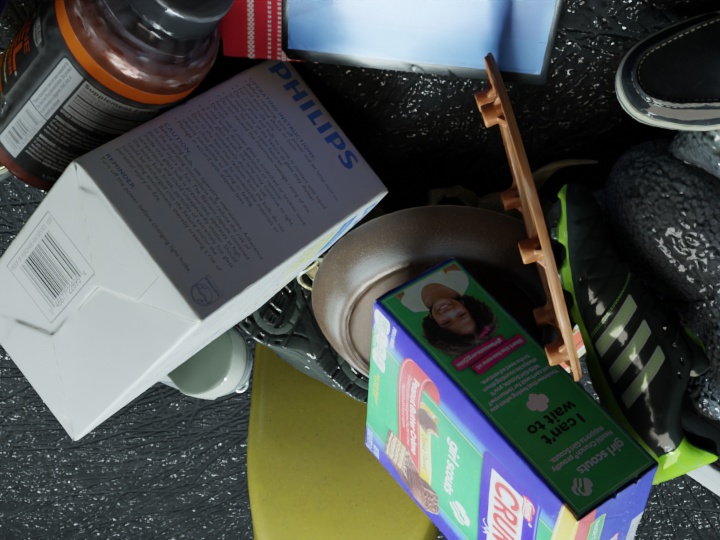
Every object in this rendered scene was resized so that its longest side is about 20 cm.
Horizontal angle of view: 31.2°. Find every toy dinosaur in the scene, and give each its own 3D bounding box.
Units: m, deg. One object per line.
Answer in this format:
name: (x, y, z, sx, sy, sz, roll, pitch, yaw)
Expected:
toy dinosaur: (0.103, -0.041, 0.952, 0.099, 0.059, 0.201, -3, 149, -11)

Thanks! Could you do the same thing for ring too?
ring: (0.098, -0.031, 0.778, 0.019, 0.202, 0.201, -16, 140, 6)

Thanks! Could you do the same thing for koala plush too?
koala plush: (0.239, -0.012, 0.866, 0.176, 0.185, 0.200, -29, 117, 38)

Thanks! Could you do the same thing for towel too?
towel: (0.003, -0.184, 0.793, 0.197, 0.023, 0.146, 5, 141, 2)

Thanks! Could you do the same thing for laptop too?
laptop: (0.035, -0.153, 0.726, 0.174, 0.200, 0.105, 5, 105, 0)

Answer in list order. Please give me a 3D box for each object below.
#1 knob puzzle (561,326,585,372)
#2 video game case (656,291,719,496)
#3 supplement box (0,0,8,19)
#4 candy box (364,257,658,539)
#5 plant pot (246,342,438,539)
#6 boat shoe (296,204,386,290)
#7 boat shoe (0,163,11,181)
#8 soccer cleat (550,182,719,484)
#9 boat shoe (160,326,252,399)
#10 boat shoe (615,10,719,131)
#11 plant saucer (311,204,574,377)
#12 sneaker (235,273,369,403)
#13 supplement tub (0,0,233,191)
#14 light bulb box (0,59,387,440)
knob puzzle: (0.104, 0.072, 1.033, 0.216, 0.031, 0.221, -12, 146, -8)
video game case: (0.249, 0.088, 0.956, 0.142, 0.202, 0.017, 34, 121, -30)
supplement box: (-0.327, -0.188, 0.783, 0.109, 0.110, 0.200, -21, 135, 34)
candy box: (0.090, 0.121, 0.855, 0.076, 0.200, 0.170, -30, 146, -25)
plant pot: (-0.013, 0.205, 1.165, 0.191, 0.202, 0.197, 7, 143, 3)
boat shoe: (0.000, 0.000, 1.004, 0.073, 0.063, 0.200, -20, 135, 33)
boat shoe: (-0.304, -0.085, 0.959, 0.198, 0.073, 0.066, -18, 167, 14)
soccer cleat: (0.175, 0.037, 0.824, 0.080, 0.068, 0.203, -15, 98, 13)
boat shoe: (-0.128, 0.073, 1.093, 0.071, 0.071, 0.200, 16, 172, -29)
boat shoe: (0.249, -0.131, 0.761, 0.197, 0.076, 0.062, -7, 165, 11)
plant saucer: (0.061, 0.034, 0.935, 0.197, 0.032, 0.202, 3, 137, 2)
sneaker: (-0.060, 0.044, 1.069, 0.200, 0.076, 0.090, 42, 161, -20)
supplement tub: (-0.158, -0.137, 0.815, 0.106, 0.108, 0.199, 29, 140, -25)
light bulb box: (-0.122, -0.016, 0.869, 0.125, 0.200, 0.198, 52, 135, 1)
